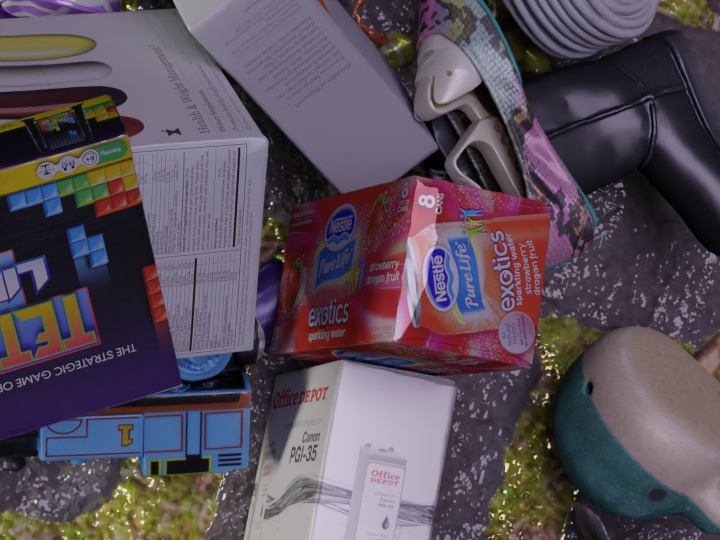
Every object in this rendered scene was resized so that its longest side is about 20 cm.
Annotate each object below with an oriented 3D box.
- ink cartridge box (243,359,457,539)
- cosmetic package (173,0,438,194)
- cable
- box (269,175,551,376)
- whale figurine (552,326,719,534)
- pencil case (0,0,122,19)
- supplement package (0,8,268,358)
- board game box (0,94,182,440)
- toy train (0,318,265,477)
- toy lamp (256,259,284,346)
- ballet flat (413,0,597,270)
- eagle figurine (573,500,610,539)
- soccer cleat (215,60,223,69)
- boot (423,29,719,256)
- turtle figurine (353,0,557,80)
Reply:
[{"bbox_3d":[-0.016,0.163,1.549,0.082,0.146,0.201,14,79,-18],"label":"ink cartridge box"},{"bbox_3d":[-0.041,-0.138,1.526,0.071,0.102,0.200,-36,136,7],"label":"cosmetic package"},{"bbox_3d":[0.134,-0.241,1.617,0.200,0.069,0.201,-45,117,-56],"label":"cable"},{"bbox_3d":[0.027,0.007,1.493,0.095,0.200,0.100,11,82,-22],"label":"box"},{"bbox_3d":[0.210,0.123,1.660,0.199,0.104,0.160,28,31,-36],"label":"whale figurine"},{"bbox_3d":[-0.177,-0.250,1.574,0.085,0.084,0.201,7,77,21],"label":"pencil case"},{"bbox_3d":[-0.180,-0.050,1.469,0.199,0.191,0.148,-6,121,-19],"label":"supplement package"},{"bbox_3d":[-0.210,0.012,1.343,0.199,0.057,0.166,-17,121,-10],"label":"board game box"},{"bbox_3d":[-0.158,0.069,1.534,0.199,0.087,0.115,-3,114,-12],"label":"toy train"},{"bbox_3d":[0.000,0.000,1.620,0.199,0.058,0.059,-22,91,-19],"label":"toy lamp"},{"bbox_3d":[0.076,-0.090,1.540,0.071,0.069,0.201,-29,91,-28],"label":"ballet flat"},{"bbox_3d":[0.209,0.248,1.621,0.198,0.152,0.152,6,112,1],"label":"eagle figurine"},{"bbox_3d":[-0.076,-0.230,1.614,0.085,0.069,0.201,19,80,-12],"label":"soccer cleat"},{"bbox_3d":[0.149,-0.055,1.620,0.199,0.066,0.166,-21,83,-25],"label":"boot"},{"bbox_3d":[0.099,-0.164,1.664,0.200,0.064,0.162,-33,103,-31],"label":"turtle figurine"}]
